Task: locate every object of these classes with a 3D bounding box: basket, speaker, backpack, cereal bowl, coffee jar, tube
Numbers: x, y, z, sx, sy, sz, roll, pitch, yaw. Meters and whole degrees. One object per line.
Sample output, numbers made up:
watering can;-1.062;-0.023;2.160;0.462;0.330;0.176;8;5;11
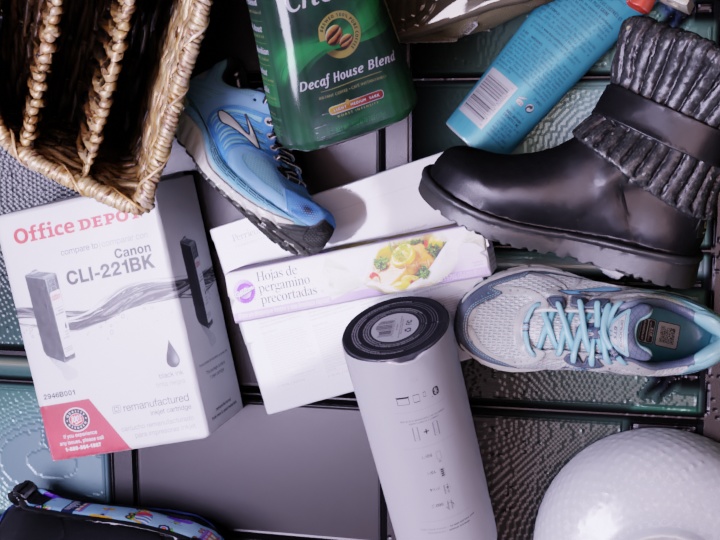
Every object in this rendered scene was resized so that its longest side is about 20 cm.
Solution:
basket;-0.192;-0.166;0.751;0.140;0.150;0.203;12;115;-23
speaker;0.046;0.126;0.795;0.080;0.082;0.203;-8;119;14
backpack;-0.208;0.267;0.869;0.196;0.183;0.137;3;108;1
cereal bowl;0.224;0.224;0.802;0.196;0.083;0.204;2;98;12
coffee jar;-0.033;-0.189;0.719;0.103;0.085;0.203;-19;112;-6
tube;0.144;-0.166;0.784;0.077;0.050;0.200;43;100;7

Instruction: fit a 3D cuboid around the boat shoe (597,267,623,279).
boat shoe;0.216;-0.091;0.770;0.068;0.072;0.201;35;113;5

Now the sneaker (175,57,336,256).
sneaker;-0.076;-0.095;0.801;0.090;0.078;0.200;-43;57;2

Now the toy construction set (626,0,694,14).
toy construction set;0.208;-0.266;0.726;0.130;0.092;0.202;28;83;4

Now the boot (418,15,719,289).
boot;0.150;-0.093;0.721;0.207;0.079;0.161;16;109;13

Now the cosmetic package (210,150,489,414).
cosmetic package;0.000;0.009;0.839;0.197;0.052;0.153;-16;96;15

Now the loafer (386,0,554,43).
loafer;0.067;-0.200;0.782;0.197;0.067;0.078;0;83;32

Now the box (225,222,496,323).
box;0.000;0.000;0.792;0.196;0.041;0.039;-11;94;15

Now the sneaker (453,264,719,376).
sneaker;0.165;0.036;0.763;0.196;0.086;0.079;1;89;-5

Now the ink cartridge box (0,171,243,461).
ink cartridge box;-0.191;0.035;0.871;0.142;0.084;0.204;-11;95;15
